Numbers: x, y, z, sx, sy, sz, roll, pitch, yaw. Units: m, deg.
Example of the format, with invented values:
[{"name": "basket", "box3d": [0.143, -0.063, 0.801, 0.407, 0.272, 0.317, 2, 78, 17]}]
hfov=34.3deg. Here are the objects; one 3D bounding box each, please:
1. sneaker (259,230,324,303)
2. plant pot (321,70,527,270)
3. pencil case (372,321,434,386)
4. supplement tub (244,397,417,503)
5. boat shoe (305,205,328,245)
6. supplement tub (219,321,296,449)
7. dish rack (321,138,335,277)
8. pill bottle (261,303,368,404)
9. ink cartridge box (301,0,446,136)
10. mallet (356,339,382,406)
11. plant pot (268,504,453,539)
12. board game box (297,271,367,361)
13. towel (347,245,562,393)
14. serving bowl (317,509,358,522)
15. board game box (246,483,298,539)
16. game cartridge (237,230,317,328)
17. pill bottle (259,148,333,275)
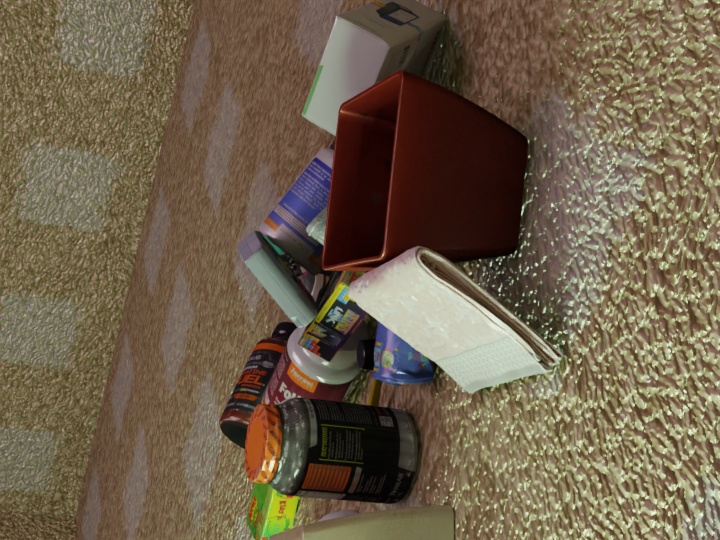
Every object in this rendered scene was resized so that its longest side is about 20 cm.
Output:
[{"name": "sneaker", "box3d": [-0.117, -0.026, 1.899, 0.084, 0.120, 0.202, -175, 94, -69]}, {"name": "plant pot", "box3d": [0.078, -0.094, 1.325, 0.200, 0.175, 0.202, 171, 106, -68]}, {"name": "pencil case", "box3d": [0.064, 0.043, 1.447, 0.078, 0.087, 0.202, 7, 89, 40]}, {"name": "supplement tub", "box3d": [-0.038, 0.226, 1.471, 0.122, 0.199, 0.123, -171, 90, -70]}, {"name": "boat shoe", "box3d": [-0.009, -0.104, 1.547, 0.074, 0.065, 0.203, -52, 9, 52]}, {"name": "supplement tub", "box3d": [-0.139, 0.181, 1.844, 0.107, 0.107, 0.201, -47, 16, 57]}, {"name": "dish rack", "box3d": [-0.036, -0.104, 1.815, 0.153, 0.054, 0.201, 132, 144, -53]}, {"name": "pill bottle", "box3d": [-0.065, 0.148, 1.698, 0.115, 0.113, 0.201, -103, 29, -45]}, {"name": "ink cartridge box", "box3d": [0.021, -0.269, 1.534, 0.200, 0.087, 0.146, -38, -25, -56]}, {"name": "mallet", "box3d": [0.007, 0.179, 1.562, 0.041, 0.065, 0.201, -116, 39, -59]}, {"name": "plant pot", "box3d": [-0.011, 0.381, 1.372, 0.200, 0.176, 0.201, 143, 132, -61]}, {"name": "board game box", "box3d": [0.000, 0.000, 1.564, 0.165, 0.056, 0.201, -52, 10, 51]}, {"name": "towel", "box3d": [0.091, 0.056, 1.230, 0.032, 0.191, 0.200, -55, 10, -22]}, {"name": "serving bowl", "box3d": [-0.047, 0.430, 1.606, 0.200, 0.065, 0.202, -171, 90, -69]}, {"name": "board game box", "box3d": [-0.133, 0.344, 1.896, 0.102, 0.047, 0.201, -134, 56, -66]}, {"name": "game cartridge", "box3d": [-0.112, 0.008, 1.561, 0.041, 0.133, 0.200, -42, 7, 0]}, {"name": "pill bottle", "box3d": [-0.044, -0.102, 1.671, 0.200, 0.112, 0.112, -51, 23, 0]}]
